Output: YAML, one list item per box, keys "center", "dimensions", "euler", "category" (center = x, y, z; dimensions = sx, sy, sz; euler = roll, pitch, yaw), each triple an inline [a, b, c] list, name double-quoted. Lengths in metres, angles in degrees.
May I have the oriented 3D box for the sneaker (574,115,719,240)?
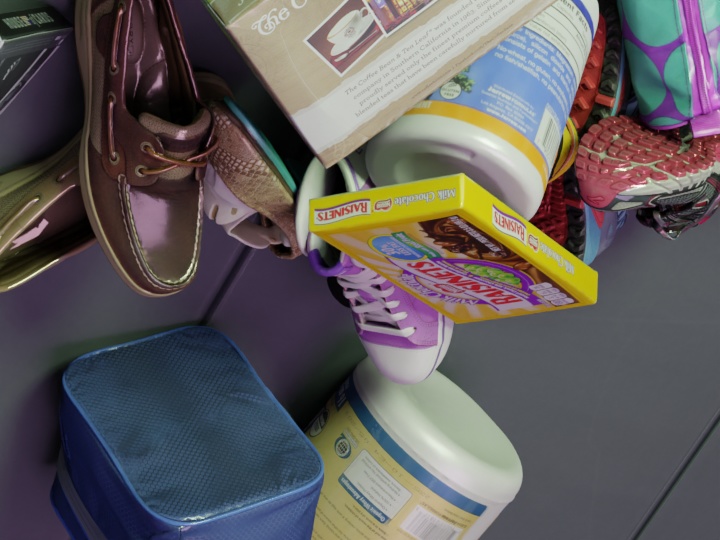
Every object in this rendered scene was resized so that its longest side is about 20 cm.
- center: [0.200, -0.056, 1.610]
  dimensions: [0.200, 0.080, 0.075]
  euler: [-11, 124, -57]
  category: "sneaker"

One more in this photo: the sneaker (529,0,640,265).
- center: [0.157, -0.100, 1.668]
  dimensions: [0.095, 0.079, 0.201]
  euler: [-28, 137, -43]
  category: "sneaker"

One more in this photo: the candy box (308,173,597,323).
- center: [0.059, -0.010, 1.475]
  dimensions: [0.102, 0.027, 0.200]
  euler: [-6, 160, 27]
  category: "candy box"

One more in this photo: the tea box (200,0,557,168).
- center: [-0.006, -0.204, 1.388]
  dimensions: [0.199, 0.197, 0.134]
  euler: [-35, 135, 1]
  category: "tea box"

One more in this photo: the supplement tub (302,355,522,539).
- center: [0.003, 0.173, 1.734]
  dimensions: [0.144, 0.145, 0.200]
  euler: [27, 109, -41]
  category: "supplement tub"

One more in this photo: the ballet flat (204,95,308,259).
- center: [-0.065, -0.048, 1.539]
  dimensions: [0.065, 0.071, 0.200]
  euler: [-37, 153, 6]
  category: "ballet flat"

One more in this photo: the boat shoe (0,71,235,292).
- center: [-0.157, -0.050, 1.517]
  dimensions: [0.199, 0.065, 0.071]
  euler: [-33, 135, -5]
  category: "boat shoe"

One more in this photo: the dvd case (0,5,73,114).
- center: [-0.253, -0.069, 1.408]
  dimensions: [0.025, 0.150, 0.200]
  euler: [43, 102, 0]
  category: "dvd case"

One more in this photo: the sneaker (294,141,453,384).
- center: [-0.001, 0.000, 1.544]
  dimensions: [0.114, 0.072, 0.202]
  euler: [-47, 134, -51]
  category: "sneaker"

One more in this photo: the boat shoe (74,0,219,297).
- center: [-0.122, -0.081, 1.450]
  dimensions: [0.072, 0.072, 0.202]
  euler: [-10, 99, -31]
  category: "boat shoe"

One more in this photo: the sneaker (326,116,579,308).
- center: [0.051, -0.044, 1.603]
  dimensions: [0.200, 0.070, 0.090]
  euler: [-36, 176, 14]
  category: "sneaker"

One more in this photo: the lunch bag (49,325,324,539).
- center: [-0.113, 0.152, 1.613]
  dimensions: [0.135, 0.200, 0.133]
  euler: [-13, 134, -27]
  category: "lunch bag"

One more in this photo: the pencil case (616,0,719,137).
- center: [0.198, -0.192, 1.550]
  dimensions: [0.084, 0.093, 0.201]
  euler: [-14, 112, 2]
  category: "pencil case"

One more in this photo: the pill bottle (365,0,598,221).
- center: [0.082, -0.133, 1.497]
  dimensions: [0.112, 0.111, 0.201]
  euler: [51, 49, -45]
  category: "pill bottle"
